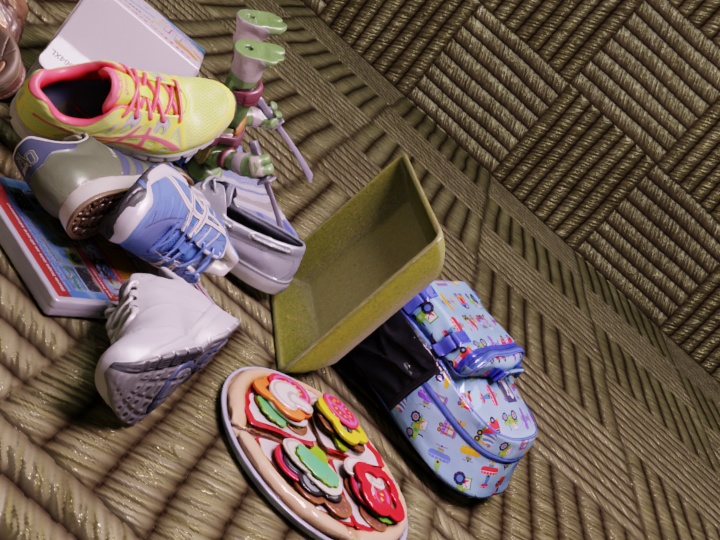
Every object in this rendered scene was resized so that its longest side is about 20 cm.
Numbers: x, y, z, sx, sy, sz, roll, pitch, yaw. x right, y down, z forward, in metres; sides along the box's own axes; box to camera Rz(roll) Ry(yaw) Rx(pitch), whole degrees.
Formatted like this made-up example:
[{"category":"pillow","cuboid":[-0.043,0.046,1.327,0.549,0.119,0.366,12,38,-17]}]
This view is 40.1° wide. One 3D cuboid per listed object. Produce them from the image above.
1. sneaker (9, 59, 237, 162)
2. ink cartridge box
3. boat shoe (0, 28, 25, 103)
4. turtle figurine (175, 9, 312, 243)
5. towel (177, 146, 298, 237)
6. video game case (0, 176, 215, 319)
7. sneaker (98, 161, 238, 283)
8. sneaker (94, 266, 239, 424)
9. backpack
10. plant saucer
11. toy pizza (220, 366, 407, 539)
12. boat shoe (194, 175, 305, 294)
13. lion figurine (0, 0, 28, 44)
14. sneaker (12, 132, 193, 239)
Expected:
[{"category":"sneaker","cuboid":[-0.201,-0.144,0.860,0.197,0.090,0.079,-7,78,-21]},{"category":"ink cartridge box","cuboid":[-0.242,-0.201,0.991,0.128,0.126,0.200,37,9,-17]},{"category":"boat shoe","cuboid":[-0.381,-0.212,0.869,0.199,0.072,0.068,35,-17,4]},{"category":"turtle figurine","cuboid":[-0.100,-0.157,1.043,0.199,0.195,0.144,32,40,13]},{"category":"towel","cuboid":[-0.160,-0.109,1.174,0.146,0.024,0.201,22,26,-48]},{"category":"video game case","cuboid":[-0.215,-0.014,0.822,0.143,0.017,0.199,51,18,24]},{"category":"sneaker","cuboid":[-0.150,-0.035,0.822,0.077,0.076,0.200,45,7,7]},{"category":"sneaker","cuboid":[-0.155,0.048,0.718,0.087,0.075,0.200,44,8,-1]},{"category":"backpack","cuboid":[0.101,0.124,1.007,0.201,0.135,0.182,53,21,24]},{"category":"plant saucer","cuboid":[0.000,0.000,0.975,0.048,0.199,0.201,43,14,-25]},{"category":"toy pizza","cuboid":[-0.031,0.149,0.818,0.199,0.032,0.201,39,17,-14]},{"category":"boat shoe","cuboid":[-0.143,-0.057,0.985,0.199,0.072,0.070,33,18,-10]},{"category":"lion figurine","cuboid":[-0.379,-0.281,1.019,0.123,0.072,0.200,46,11,-13]},{"category":"sneaker","cuboid":[-0.217,-0.083,0.840,0.090,0.067,0.200,43,15,6]}]
